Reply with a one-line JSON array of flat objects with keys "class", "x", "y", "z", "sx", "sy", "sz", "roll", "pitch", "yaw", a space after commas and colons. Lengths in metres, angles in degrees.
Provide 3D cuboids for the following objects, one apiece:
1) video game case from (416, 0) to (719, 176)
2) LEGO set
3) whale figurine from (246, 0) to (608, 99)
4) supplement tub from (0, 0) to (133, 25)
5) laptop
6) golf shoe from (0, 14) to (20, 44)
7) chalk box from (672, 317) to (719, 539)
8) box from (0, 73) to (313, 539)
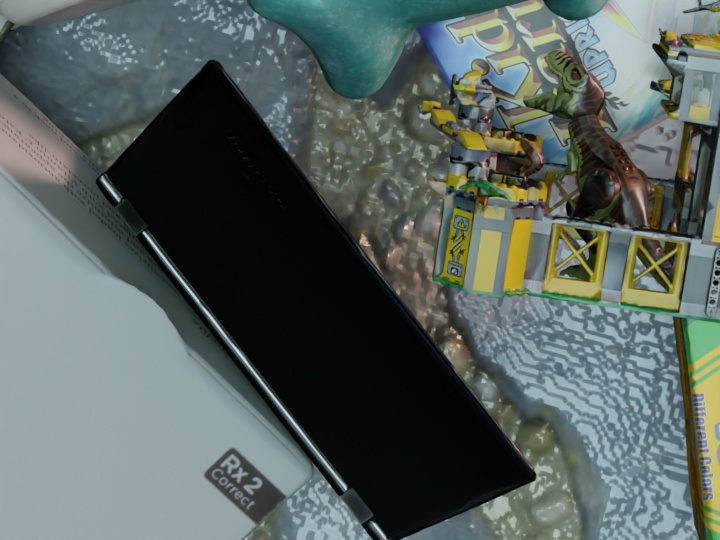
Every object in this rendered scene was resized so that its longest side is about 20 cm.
[{"class": "video game case", "x": 0.095, "y": -0.159, "z": 1.013, "sx": 0.181, "sy": 0.045, "sz": 0.201, "roll": -29, "pitch": 93, "yaw": 9}, {"class": "LEGO set", "x": 0.097, "y": -0.057, "z": 0.908, "sx": 0.153, "sy": 0.200, "sz": 0.116, "roll": 10, "pitch": 101, "yaw": 10}, {"class": "whale figurine", "x": 0.052, "y": -0.143, "z": 0.926, "sx": 0.200, "sy": 0.104, "sz": 0.159, "roll": -40, "pitch": 126, "yaw": 7}, {"class": "supplement tub", "x": -0.108, "y": -0.214, "z": 0.978, "sx": 0.144, "sy": 0.144, "sz": 0.201, "roll": -16, "pitch": 94, "yaw": 8}, {"class": "laptop", "x": 0.000, "y": 0.000, "z": 0.950, "sx": 0.116, "sy": 0.200, "sz": 0.188, "roll": -37, "pitch": 92, "yaw": 27}, {"class": "golf shoe", "x": -0.184, "y": -0.141, "z": 1.041, "sx": 0.097, "sy": 0.078, "sz": 0.201, "roll": -1, "pitch": 102, "yaw": -11}, {"class": "chalk box", "x": 0.232, "y": 0.050, "z": 0.983, "sx": 0.199, "sy": 0.125, "sz": 0.125, "roll": -7, "pitch": 96, "yaw": 6}, {"class": "box", "x": -0.158, "y": 0.059, "z": 0.995, "sx": 0.200, "sy": 0.131, "sz": 0.199, "roll": -42, "pitch": 108, "yaw": 9}]
